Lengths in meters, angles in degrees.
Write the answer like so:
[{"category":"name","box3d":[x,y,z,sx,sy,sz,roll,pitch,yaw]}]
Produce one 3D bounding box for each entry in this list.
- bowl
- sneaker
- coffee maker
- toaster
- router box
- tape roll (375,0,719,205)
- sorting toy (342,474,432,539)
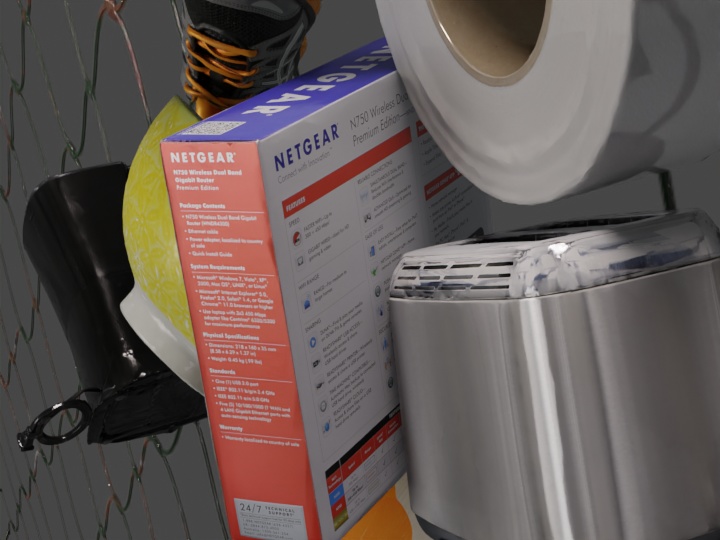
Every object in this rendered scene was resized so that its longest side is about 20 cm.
[{"category":"bowl","box3d":[-0.070,0.008,0.812,0.200,0.108,0.200,46,-179,-1]},{"category":"sneaker","box3d":[-0.069,-0.126,0.824,0.200,0.078,0.077,75,-141,-80]},{"category":"coffee maker","box3d":[-0.197,0.022,1.150,0.135,0.192,0.200,-46,60,33]},{"category":"toaster","box3d":[0.085,0.047,0.584,0.200,0.113,0.130,180,78,-70]},{"category":"router box","box3d":[0.000,0.000,0.660,0.049,0.200,0.180,3,111,29]},{"category":"tape roll","box3d":[0.073,-0.130,0.556,0.202,0.071,0.203,50,148,48]},{"category":"sorting toy","box3d":[0.043,0.219,0.765,0.180,0.107,0.201,26,131,38]}]
